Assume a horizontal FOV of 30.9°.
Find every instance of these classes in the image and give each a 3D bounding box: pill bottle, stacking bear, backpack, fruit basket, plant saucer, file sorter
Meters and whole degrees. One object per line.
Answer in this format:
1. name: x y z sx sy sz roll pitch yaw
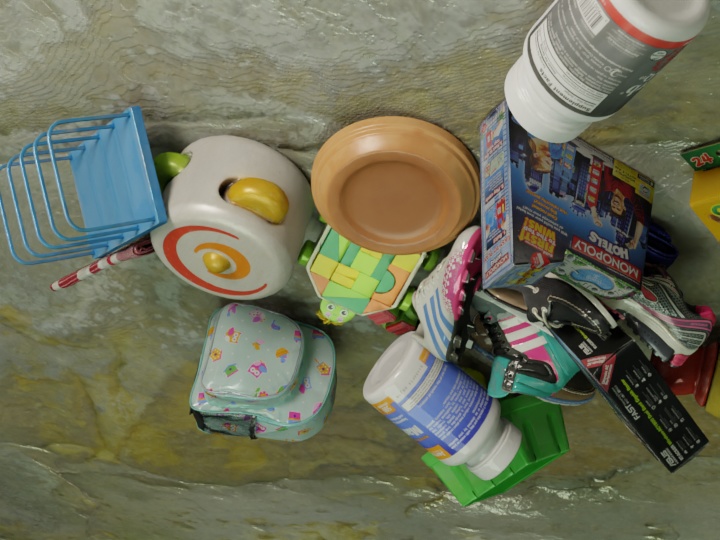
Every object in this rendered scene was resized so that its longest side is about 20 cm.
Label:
1. pill bottle: 0.110 0.180 1.680 0.200 0.112 0.112 40 142 -12
2. stacking bear: 0.453 0.130 1.597 0.198 0.114 0.122 14 147 15
3. backpack: -0.129 0.145 1.823 0.198 0.177 0.154 13 151 0
4. fruit basket: 0.169 0.206 1.833 0.154 0.218 0.215 -10 167 -40
5. pill bottle: 0.220 -0.210 1.198 0.115 0.117 0.200 25 147 -12
6. plant saucer: 0.040 -0.087 1.491 0.198 0.038 0.201 5 135 5
7. file sorter: -0.337 -0.093 1.542 0.122 0.140 0.199 -12 176 -36

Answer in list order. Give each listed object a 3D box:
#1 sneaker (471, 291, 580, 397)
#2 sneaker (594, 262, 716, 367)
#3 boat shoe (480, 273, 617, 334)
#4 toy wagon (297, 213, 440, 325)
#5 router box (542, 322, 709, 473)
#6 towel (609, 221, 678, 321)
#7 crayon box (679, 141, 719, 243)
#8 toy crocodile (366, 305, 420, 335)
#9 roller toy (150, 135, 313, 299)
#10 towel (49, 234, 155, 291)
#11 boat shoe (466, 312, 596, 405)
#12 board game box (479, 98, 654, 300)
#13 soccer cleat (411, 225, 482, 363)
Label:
1. sneaker: 0.179 0.096 1.632 0.199 0.122 0.084 30 -178 3
2. sneaker: 0.305 0.015 1.447 0.200 0.081 0.075 41 107 -7
3. boat shoe: 0.207 0.033 1.463 0.200 0.060 0.074 35 166 51
4. toy wagon: 0.000 0.000 1.618 0.154 0.040 0.201 24 121 -9
5. router box: 0.305 0.125 1.518 0.062 0.150 0.200 -39 120 3
6. towel: 0.270 -0.008 1.535 0.147 0.050 0.200 25 146 -2
7. crayon box: 0.435 -0.062 1.371 0.126 0.051 0.200 -17 133 41
8. toy crocodile: 0.027 0.041 1.701 0.199 0.062 0.067 37 142 -26
9. roller toy: -0.154 -0.057 1.571 0.198 0.141 0.183 0 144 24
10. towel: -0.301 -0.023 1.700 0.199 0.144 0.023 -20 98 43
11. boat shoe: 0.231 0.114 1.702 0.198 0.073 0.072 24 145 -10
12. board game box: 0.203 -0.049 1.361 0.199 0.201 0.062 28 145 -14
13. soccer cleat: 0.101 0.024 1.566 0.086 0.070 0.202 27 131 24
